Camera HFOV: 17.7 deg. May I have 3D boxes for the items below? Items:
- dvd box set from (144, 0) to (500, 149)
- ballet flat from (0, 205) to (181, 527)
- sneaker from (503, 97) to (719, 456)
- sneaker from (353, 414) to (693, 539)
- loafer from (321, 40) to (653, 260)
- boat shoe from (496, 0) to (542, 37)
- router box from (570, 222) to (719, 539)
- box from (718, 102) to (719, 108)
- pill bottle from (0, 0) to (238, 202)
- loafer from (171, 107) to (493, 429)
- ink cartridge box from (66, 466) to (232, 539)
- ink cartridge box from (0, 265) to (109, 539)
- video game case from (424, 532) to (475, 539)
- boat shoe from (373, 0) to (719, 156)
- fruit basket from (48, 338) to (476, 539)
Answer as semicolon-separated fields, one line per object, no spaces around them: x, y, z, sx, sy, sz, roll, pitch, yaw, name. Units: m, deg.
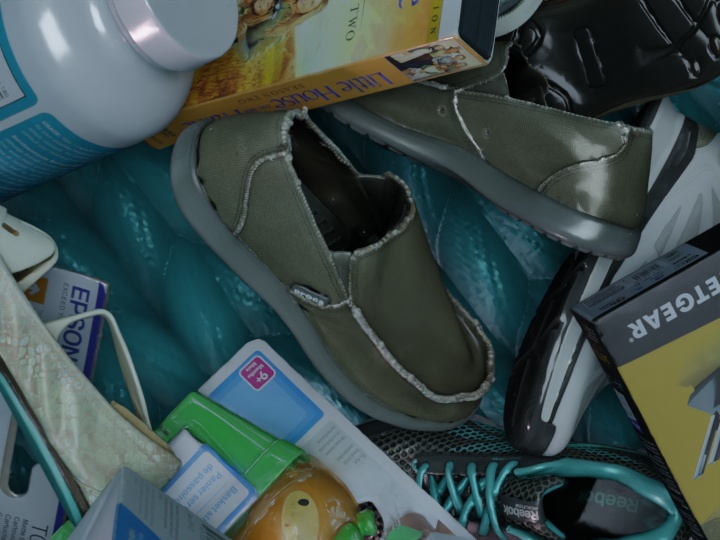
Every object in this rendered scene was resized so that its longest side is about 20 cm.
-0.019;-0.143;1.072;0.200;0.029;0.147;-10;60;37;dvd box set
-0.146;0.019;1.008;0.062;0.067;0.200;-32;99;-12;ballet flat
0.151;0.019;1.106;0.115;0.076;0.201;29;65;-3;sneaker
0.070;0.106;1.107;0.199;0.091;0.078;2;86;2;sneaker
0.055;-0.076;1.071;0.200;0.075;0.070;30;100;22;loafer
0.080;-0.207;1.111;0.073;0.062;0.200;6;60;30;boat shoe
0.219;0.039;1.043;0.200;0.052;0.158;-30;99;-3;router box
0.267;-0.026;1.103;0.110;0.035;0.200;-36;99;-23;box
-0.153;-0.096;1.064;0.200;0.111;0.111;-19;86;33;pill bottle
0.000;0.000;1.056;0.200;0.070;0.075;42;41;-29;loafer
-0.038;0.177;0.949;0.200;0.116;0.067;36;98;-10;ink cartridge box
-0.226;0.059;1.089;0.199;0.041;0.200;14;115;0;ink cartridge box
0.130;0.183;1.010;0.199;0.143;0.017;13;122;-23;video game case
0.098;-0.101;1.132;0.199;0.074;0.076;-11;97;19;boat shoe
-0.042;0.158;1.051;0.200;0.094;0.185;42;82;17;fruit basket
